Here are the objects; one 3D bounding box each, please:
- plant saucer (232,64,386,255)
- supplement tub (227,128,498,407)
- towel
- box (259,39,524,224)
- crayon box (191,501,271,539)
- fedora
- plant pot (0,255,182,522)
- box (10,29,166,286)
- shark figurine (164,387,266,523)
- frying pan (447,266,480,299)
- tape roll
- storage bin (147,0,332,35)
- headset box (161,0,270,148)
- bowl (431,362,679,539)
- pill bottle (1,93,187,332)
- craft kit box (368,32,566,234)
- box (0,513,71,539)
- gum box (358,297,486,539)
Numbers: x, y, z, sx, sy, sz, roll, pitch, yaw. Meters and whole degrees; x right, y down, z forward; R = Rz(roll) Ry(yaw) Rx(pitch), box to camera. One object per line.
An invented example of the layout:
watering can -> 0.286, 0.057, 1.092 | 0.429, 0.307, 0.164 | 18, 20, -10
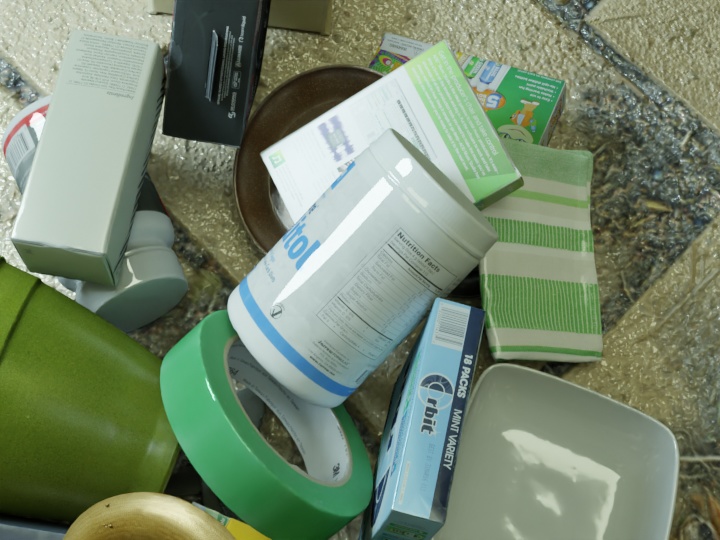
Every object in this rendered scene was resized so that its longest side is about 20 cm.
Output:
plant saucer -> -0.021, -0.089, 1.061 | 0.198, 0.037, 0.203 | -2, 82, 14
supplement tub -> 0.000, 0.000, 0.925 | 0.132, 0.132, 0.200 | 46, 100, 14
towel -> 0.166, -0.017, 1.048 | 0.151, 0.023, 0.203 | 4, 82, -37
box -> 0.026, -0.090, 1.012 | 0.199, 0.036, 0.146 | -30, 76, 11
crayon box -> -0.064, 0.280, 0.891 | 0.198, 0.127, 0.052 | 22, 25, 4
fedora -> -0.130, 0.247, 0.812 | 0.198, 0.082, 0.204 | 0, 91, 28
plant pot -> -0.239, 0.116, 0.920 | 0.191, 0.200, 0.202 | 21, 64, -10
box -> -0.221, -0.095, 0.948 | 0.081, 0.069, 0.202 | 10, 67, 1
shark figurine -> -0.094, 0.204, 0.945 | 0.127, 0.090, 0.216 | -23, 68, -15
frying pan -> 0.092, -0.063, 1.125 | 0.113, 0.031, 0.192 | -7, 70, -11
tape roll -> -0.073, 0.125, 0.920 | 0.048, 0.200, 0.201 | -40, 73, 16
storage bin -> -0.117, -0.363, 1.197 | 0.197, 0.094, 0.201 | 6, 65, -4
headset box -> -0.127, -0.215, 1.041 | 0.076, 0.150, 0.201 | 8, 28, -5
bowl -> 0.163, 0.202, 0.985 | 0.198, 0.075, 0.202 | 21, 64, 3
pill bottle -> -0.237, -0.052, 1.028 | 0.113, 0.114, 0.201 | -23, 71, -17
craft kit box -> 0.077, -0.125, 1.116 | 0.198, 0.049, 0.199 | 18, 67, 16
box -> -0.303, 0.259, 0.878 | 0.197, 0.079, 0.143 | 9, 79, -3
gum box -> 0.045, 0.141, 0.927 | 0.044, 0.200, 0.172 | 15, 64, -1
